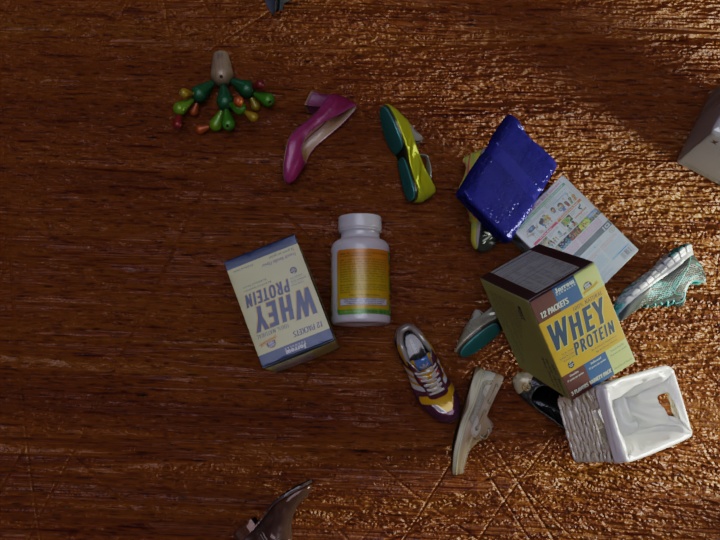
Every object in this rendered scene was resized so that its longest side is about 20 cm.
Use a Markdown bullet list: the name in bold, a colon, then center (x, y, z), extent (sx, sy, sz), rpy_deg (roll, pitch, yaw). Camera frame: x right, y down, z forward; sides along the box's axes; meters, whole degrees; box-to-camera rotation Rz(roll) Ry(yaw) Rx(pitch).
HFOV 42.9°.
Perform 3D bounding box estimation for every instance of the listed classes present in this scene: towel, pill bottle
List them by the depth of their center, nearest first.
- **towel**: center (0.266, -0.166, 1.683), extent (0.148, 0.049, 0.201), rpy_deg (42, 67, -20)
- **pill bottle**: center (0.000, 0.000, 1.701), extent (0.110, 0.111, 0.202), rpy_deg (-1, 82, 1)

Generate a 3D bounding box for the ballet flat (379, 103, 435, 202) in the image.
- **ballet flat**: center (0.095, -0.228, 1.764), extent (0.067, 0.067, 0.201), rpy_deg (-16, 84, -22)

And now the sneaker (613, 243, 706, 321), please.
- **sneaker**: center (0.561, 0.039, 1.703), extent (0.200, 0.078, 0.091), rpy_deg (-38, 86, -3)

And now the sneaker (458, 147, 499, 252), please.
- **sneaker**: center (0.226, -0.133, 1.739), extent (0.090, 0.078, 0.202), rpy_deg (0, 82, 43)

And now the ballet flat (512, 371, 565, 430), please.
- **ballet flat**: center (0.366, 0.252, 1.678), extent (0.199, 0.057, 0.067), rpy_deg (35, 110, 6)

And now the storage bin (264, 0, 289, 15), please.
- **storage bin**: center (-0.149, -0.633, 1.793), extent (0.134, 0.146, 0.201), rpy_deg (-25, 82, -13)

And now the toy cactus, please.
- **toy cactus**: center (-0.272, -0.351, 1.778), extent (0.199, 0.102, 0.166), rpy_deg (-10, 72, 8)

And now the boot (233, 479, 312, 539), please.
- **boot**: center (-0.107, 0.505, 1.653), extent (0.186, 0.064, 0.200), rpy_deg (-40, 79, 9)

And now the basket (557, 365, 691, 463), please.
- **basket**: center (0.461, 0.256, 1.608), extent (0.199, 0.123, 0.137), rpy_deg (-8, 80, -36)

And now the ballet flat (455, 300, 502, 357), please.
- **ballet flat**: center (0.248, 0.086, 1.717), extent (0.199, 0.068, 0.062), rpy_deg (-35, 55, -7)

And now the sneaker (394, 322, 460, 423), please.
- **sneaker**: center (0.119, 0.191, 1.681), extent (0.075, 0.090, 0.201), rpy_deg (-31, 81, -3)

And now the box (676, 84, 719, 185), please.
- **box**: center (0.730, -0.248, 1.676), extent (0.198, 0.200, 0.172), rpy_deg (29, 81, 5)

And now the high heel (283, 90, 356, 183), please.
- **high heel**: center (-0.080, -0.251, 1.764), extent (0.095, 0.067, 0.201), rpy_deg (16, 69, 14)

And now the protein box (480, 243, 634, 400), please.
- **protein box**: center (0.339, 0.083, 1.595), extent (0.134, 0.200, 0.199), rpy_deg (-29, 107, -9)

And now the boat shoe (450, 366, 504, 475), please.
- **boat shoe**: center (0.213, 0.280, 1.678), extent (0.065, 0.072, 0.201), rpy_deg (17, 77, 5)

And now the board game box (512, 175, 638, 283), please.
- **board game box**: center (0.394, -0.055, 1.725), extent (0.147, 0.064, 0.200), rpy_deg (-43, 84, -5)

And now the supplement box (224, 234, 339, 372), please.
- **supplement box**: center (-0.137, 0.066, 1.650), extent (0.133, 0.200, 0.201), rpy_deg (-21, 82, -2)
